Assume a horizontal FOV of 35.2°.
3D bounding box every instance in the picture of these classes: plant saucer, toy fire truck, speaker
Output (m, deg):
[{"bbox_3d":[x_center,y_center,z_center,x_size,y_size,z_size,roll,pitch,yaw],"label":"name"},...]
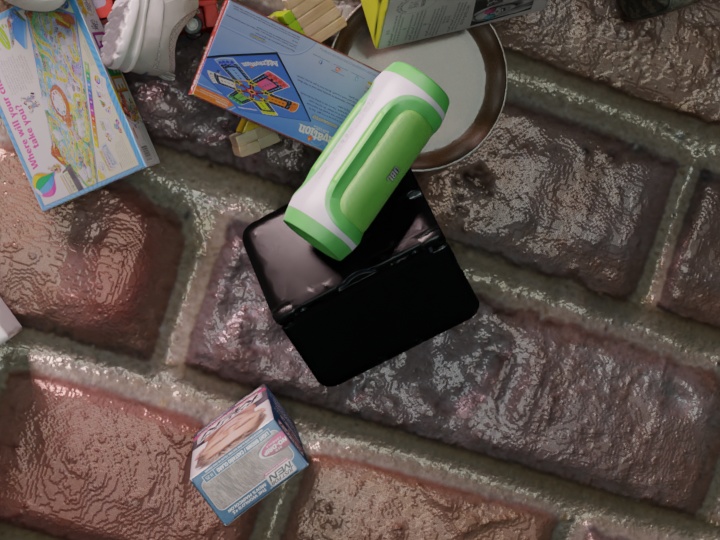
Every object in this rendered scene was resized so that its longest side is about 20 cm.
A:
[{"bbox_3d":[0.061,-0.208,1.239,0.199,0.032,0.201,-1,94,-8],"label":"plant saucer"},{"bbox_3d":[-0.202,-0.313,1.187,0.199,0.049,0.142,-8,95,-6],"label":"toy fire truck"},{"bbox_3d":[0.007,-0.112,1.161,0.088,0.088,0.200,35,84,-9],"label":"speaker"}]

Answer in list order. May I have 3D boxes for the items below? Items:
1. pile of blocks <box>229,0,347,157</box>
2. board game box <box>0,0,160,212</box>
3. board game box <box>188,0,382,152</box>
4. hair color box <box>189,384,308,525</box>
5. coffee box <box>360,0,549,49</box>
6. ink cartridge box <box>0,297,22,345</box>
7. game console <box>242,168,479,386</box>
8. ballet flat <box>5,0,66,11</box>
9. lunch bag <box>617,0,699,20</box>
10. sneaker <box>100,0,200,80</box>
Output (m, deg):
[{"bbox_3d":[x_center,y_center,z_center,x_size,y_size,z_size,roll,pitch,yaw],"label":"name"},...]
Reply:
[{"bbox_3d":[-0.095,-0.214,1.198,0.082,0.062,0.201,31,85,-26],"label":"pile of blocks"},{"bbox_3d":[-0.306,-0.177,1.164,0.134,0.034,0.201,-19,97,19],"label":"board game box"},{"bbox_3d":[-0.068,-0.190,1.170,0.199,0.019,0.103,21,90,-26],"label":"board game box"},{"bbox_3d":[-0.116,0.181,1.158,0.100,0.200,0.061,-36,98,-4],"label":"hair color box"},{"bbox_3d":[0.087,-0.367,1.127,0.197,0.200,0.201,-15,82,-7],"label":"coffee box"},{"bbox_3d":[-0.475,0.064,1.159,0.200,0.084,0.146,-34,97,-3],"label":"ink cartridge box"},{"bbox_3d":[0.000,0.000,1.237,0.199,0.116,0.176,-27,67,6],"label":"game console"},{"bbox_3d":[-0.369,-0.318,1.115,0.200,0.069,0.070,39,88,20],"label":"ballet flat"},{"bbox_3d":[0.345,-0.382,1.210,0.167,0.139,0.201,-24,98,-5],"label":"lunch bag"},{"bbox_3d":[-0.196,-0.287,1.141,0.082,0.075,0.201,19,88,-36],"label":"sneaker"}]
